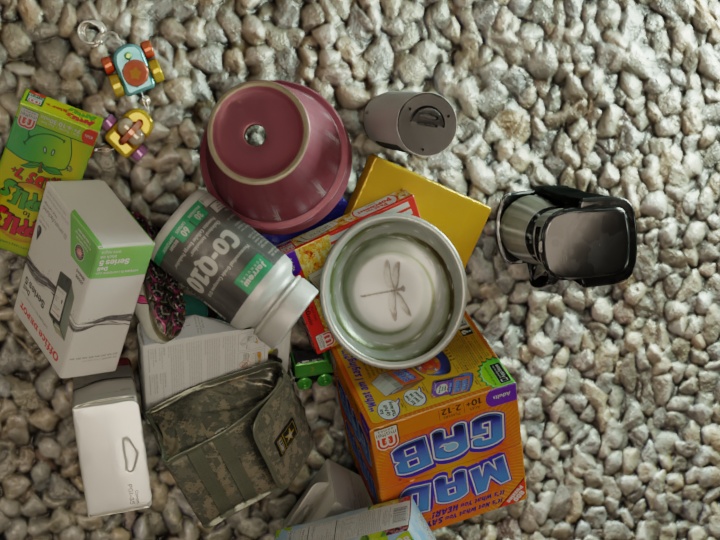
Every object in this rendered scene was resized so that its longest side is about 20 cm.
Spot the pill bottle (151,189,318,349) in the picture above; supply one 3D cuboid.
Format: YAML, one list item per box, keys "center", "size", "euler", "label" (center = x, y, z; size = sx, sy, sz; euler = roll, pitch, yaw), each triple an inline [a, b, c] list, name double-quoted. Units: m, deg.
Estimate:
- center: [-0.157, 0.001, 1.448]
  size: [0.199, 0.113, 0.113]
  euler: [38, 89, 0]
  label: "pill bottle"

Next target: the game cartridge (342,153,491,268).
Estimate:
- center: [0.064, -0.045, 1.600]
  size: [0.198, 0.032, 0.178]
  euler: [22, 97, -23]
  label: "game cartridge"

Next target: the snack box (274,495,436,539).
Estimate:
- center: [0.007, 0.392, 1.488]
  size: [0.198, 0.068, 0.170]
  euler: [-18, 119, 17]
  label: "snack box"

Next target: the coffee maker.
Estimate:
- center: [0.303, -0.061, 1.587]
  size: [0.191, 0.200, 0.136]
  euler: [-29, 105, -7]
  label: "coffee maker"

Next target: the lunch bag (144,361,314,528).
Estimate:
- center: [-0.160, 0.226, 1.541]
  size: [0.198, 0.118, 0.165]
  euler: [-27, 135, -9]
  label: "lunch bag"

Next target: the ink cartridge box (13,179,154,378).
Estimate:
- center: [-0.347, 0.010, 1.431]
  size: [0.083, 0.145, 0.201]
  euler: [-6, 129, -43]
  label: "ink cartridge box"

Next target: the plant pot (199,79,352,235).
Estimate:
- center: [-0.114, -0.154, 1.452]
  size: [0.197, 0.179, 0.203]
  euler: [0, 84, 4]
  label: "plant pot"

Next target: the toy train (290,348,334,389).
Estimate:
- center: [-0.005, 0.124, 1.618]
  size: [0.198, 0.042, 0.057]
  euler: [-9, 129, -12]
  label: "toy train"

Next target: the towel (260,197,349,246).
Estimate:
- center: [-0.109, -0.042, 1.569]
  size: [0.147, 0.050, 0.201]
  euler: [35, 90, -15]
  label: "towel"

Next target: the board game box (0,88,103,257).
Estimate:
- center: [-0.407, -0.115, 1.452]
  size: [0.101, 0.048, 0.201]
  euler: [19, 115, -16]
  label: "board game box"

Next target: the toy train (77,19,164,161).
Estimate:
- center: [-0.335, -0.215, 1.484]
  size: [0.149, 0.056, 0.202]
  euler: [17, 95, -16]
  label: "toy train"

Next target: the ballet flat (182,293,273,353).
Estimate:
- center: [-0.203, 0.080, 1.557]
  size: [0.198, 0.067, 0.067]
  euler: [9, 138, -3]
  label: "ballet flat"

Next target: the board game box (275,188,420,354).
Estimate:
- center: [0.000, 0.000, 1.548]
  size: [0.198, 0.046, 0.153]
  euler: [-25, 112, -11]
  label: "board game box"

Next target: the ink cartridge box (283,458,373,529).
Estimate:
- center: [-0.013, 0.371, 1.608]
  size: [0.199, 0.125, 0.129]
  euler: [31, 103, -16]
  label: "ink cartridge box"

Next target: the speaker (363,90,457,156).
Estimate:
- center: [0.062, -0.195, 1.507]
  size: [0.080, 0.200, 0.082]
  euler: [-2, 99, -12]
  label: "speaker"

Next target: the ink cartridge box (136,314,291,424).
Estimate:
- center: [-0.196, 0.122, 1.538]
  size: [0.198, 0.050, 0.163]
  euler: [-11, 137, -18]
  label: "ink cartridge box"

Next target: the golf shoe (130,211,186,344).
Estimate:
- center: [-0.285, 0.023, 1.482]
  size: [0.092, 0.201, 0.072]
  euler: [-38, 142, 16]
  label: "golf shoe"

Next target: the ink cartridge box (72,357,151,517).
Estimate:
- center: [-0.322, 0.210, 1.480]
  size: [0.082, 0.200, 0.148]
  euler: [-8, 101, -12]
  label: "ink cartridge box"

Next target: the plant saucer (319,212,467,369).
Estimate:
- center: [0.039, 0.027, 1.500]
  size: [0.198, 0.050, 0.203]
  euler: [1, 87, -14]
  label: "plant saucer"

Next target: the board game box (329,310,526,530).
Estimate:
- center: [0.089, 0.202, 1.549]
  size: [0.198, 0.200, 0.202]
  euler: [-16, 123, -9]
  label: "board game box"
